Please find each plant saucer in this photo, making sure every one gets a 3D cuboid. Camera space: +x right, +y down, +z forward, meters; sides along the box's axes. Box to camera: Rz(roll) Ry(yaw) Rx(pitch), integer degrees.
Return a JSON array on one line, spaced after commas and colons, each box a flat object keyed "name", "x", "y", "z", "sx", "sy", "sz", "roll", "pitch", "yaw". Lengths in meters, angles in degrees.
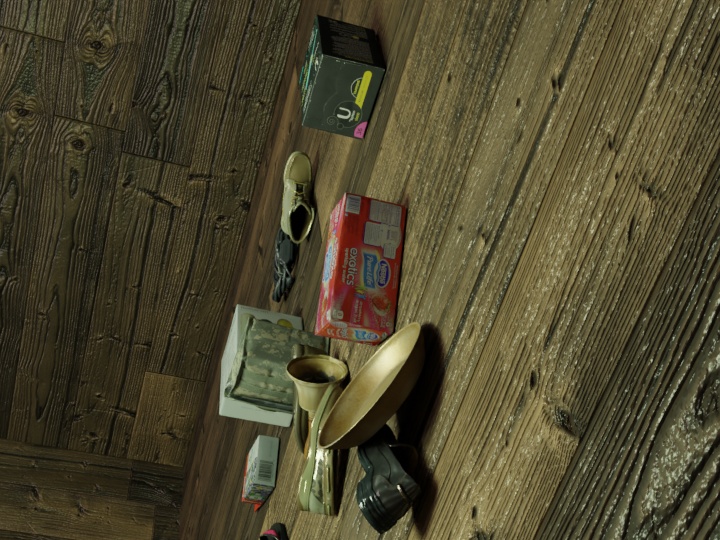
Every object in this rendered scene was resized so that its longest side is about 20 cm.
[{"name": "plant saucer", "x": 0.022, "y": 0.153, "z": 1.239, "sx": 0.201, "sy": 0.035, "sz": 0.200, "roll": -50, "pitch": 7, "yaw": 8}]

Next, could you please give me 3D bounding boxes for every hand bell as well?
[{"name": "hand bell", "x": -0.077, "y": 0.255, "z": 1.661, "sx": 0.104, "sy": 0.103, "sz": 0.203, "roll": -110, "pitch": 21, "yaw": -66}]

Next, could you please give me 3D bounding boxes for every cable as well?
[{"name": "cable", "x": -0.186, "y": -0.021, "z": 2.429, "sx": 0.164, "sy": 0.050, "sz": 0.202, "roll": 108, "pitch": 164, "yaw": -47}]

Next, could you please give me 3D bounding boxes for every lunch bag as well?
[{"name": "lunch bag", "x": -0.162, "y": 0.200, "z": 1.846, "sx": 0.201, "sy": 0.162, "sz": 0.119, "roll": 114, "pitch": 165, "yaw": -46}]

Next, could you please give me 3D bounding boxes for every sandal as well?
[{"name": "sandal", "x": -0.165, "y": 0.520, "z": 1.847, "sx": 0.200, "sy": 0.044, "sz": 0.076, "roll": 178, "pitch": 103, "yaw": -77}]

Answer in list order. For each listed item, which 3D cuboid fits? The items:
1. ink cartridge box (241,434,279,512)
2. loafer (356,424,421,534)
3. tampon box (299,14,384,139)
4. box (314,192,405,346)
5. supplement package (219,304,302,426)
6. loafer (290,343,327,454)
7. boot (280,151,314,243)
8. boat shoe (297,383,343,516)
[{"name": "ink cartridge box", "x": -0.227, "y": 0.450, "z": 2.163, "sx": 0.200, "sy": 0.050, "sz": 0.110, "roll": 122, "pitch": 156, "yaw": -55}, {"name": "loafer", "x": 0.041, "y": 0.238, "z": 1.192, "sx": 0.072, "sy": 0.073, "sz": 0.200, "roll": -34, "pitch": 18, "yaw": 11}, {"name": "tampon box", "x": -0.040, "y": -0.375, "z": 1.904, "sx": 0.201, "sy": 0.125, "sz": 0.151, "roll": -98, "pitch": 23, "yaw": -54}, {"name": "box", "x": 0.000, "y": 0.000, "z": 1.462, "sx": 0.096, "sy": 0.098, "sz": 0.203, "roll": 133, "pitch": 146, "yaw": -66}, {"name": "supplement package", "x": -0.206, "y": 0.197, "z": 2.068, "sx": 0.201, "sy": 0.150, "sz": 0.152, "roll": -103, "pitch": 28, "yaw": -61}, {"name": "loafer", "x": -0.086, "y": 0.227, "z": 1.726, "sx": 0.076, "sy": 0.066, "sz": 0.203, "roll": -111, "pitch": 19, "yaw": -73}, {"name": "boot", "x": -0.142, "y": -0.171, "z": 2.295, "sx": 0.155, "sy": 0.071, "sz": 0.203, "roll": -131, "pitch": 49, "yaw": -75}, {"name": "boat shoe", "x": -0.048, "y": 0.280, "z": 1.543, "sx": 0.073, "sy": 0.062, "sz": 0.203, "roll": 44, "pitch": -123, "yaw": -74}]
